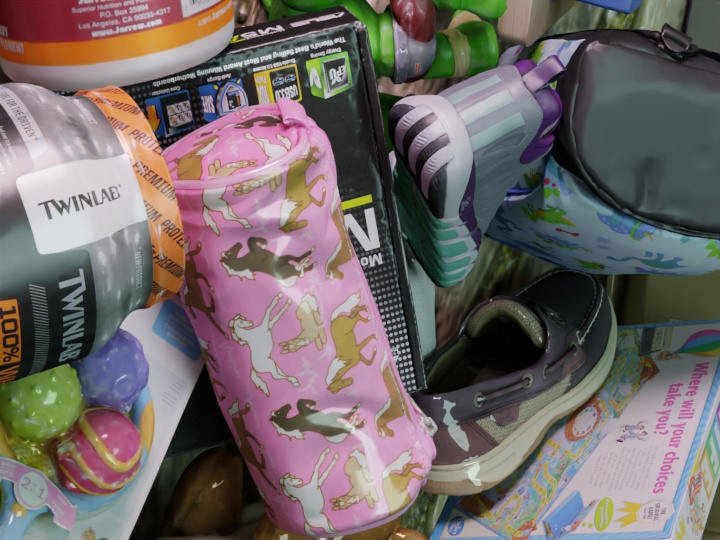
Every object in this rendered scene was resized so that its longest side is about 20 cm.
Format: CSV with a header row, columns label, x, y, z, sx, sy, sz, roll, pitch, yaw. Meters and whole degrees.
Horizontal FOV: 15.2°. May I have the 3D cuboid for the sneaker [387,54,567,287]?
label,x,y,z,sx,sy,sz,roll,pitch,yaw
sneaker,0.062,-0.049,1.335,0.087,0.200,0.075,-27,81,-7

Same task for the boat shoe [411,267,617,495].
label,x,y,z,sx,sy,sz,roll,pitch,yaw
boat shoe,0.083,0.045,1.443,0.200,0.072,0.065,-44,136,-47

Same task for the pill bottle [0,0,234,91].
label,x,y,z,sx,sy,sz,roll,pitch,yaw
pill bottle,-0.125,-0.191,1.220,0.113,0.113,0.201,-23,114,-37

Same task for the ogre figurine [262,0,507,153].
label,x,y,z,sx,sy,sz,roll,pitch,yaw
ogre figurine,0.010,-0.125,1.348,0.119,0.200,0.099,-11,68,-10

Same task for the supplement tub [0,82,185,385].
label,x,y,z,sx,sy,sz,roll,pitch,yaw
supplement tub,-0.182,-0.006,1.131,0.199,0.122,0.123,-19,112,-21

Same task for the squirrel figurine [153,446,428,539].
label,x,y,z,sx,sy,sz,roll,pitch,yaw
squirrel figurine,-0.054,0.175,1.375,0.186,0.141,0.201,-38,137,-42

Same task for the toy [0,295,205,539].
label,x,y,z,sx,sy,sz,roll,pitch,yaw
toy,-0.132,0.075,1.200,0.115,0.047,0.201,37,62,-26

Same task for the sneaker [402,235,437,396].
label,x,y,z,sx,sy,sz,roll,pitch,yaw
sneaker,0.000,0.000,1.414,0.089,0.075,0.201,-49,136,-35

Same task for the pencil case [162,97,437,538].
label,x,y,z,sx,sy,sz,roll,pitch,yaw
pencil case,-0.031,0.023,1.249,0.086,0.083,0.201,-37,118,-33

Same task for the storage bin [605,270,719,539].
label,x,y,z,sx,sy,sz,roll,pitch,yaw
storage bin,0.240,0.058,1.555,0.094,0.197,0.202,-2,102,-59

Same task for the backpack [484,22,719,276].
label,x,y,z,sx,sy,sz,roll,pitch,yaw
backpack,0.134,-0.063,1.429,0.162,0.200,0.155,15,101,-23

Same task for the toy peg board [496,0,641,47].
label,x,y,z,sx,sy,sz,roll,pitch,yaw
toy peg board,0.161,-0.229,1.395,0.199,0.097,0.201,-44,146,-58

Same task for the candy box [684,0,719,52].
label,x,y,z,sx,sy,sz,roll,pitch,yaw
candy box,0.288,-0.147,1.633,0.199,0.071,0.169,8,94,-42

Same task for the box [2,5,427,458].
label,x,y,z,sx,sy,sz,roll,pitch,yaw
box,-0.079,-0.011,1.292,0.199,0.048,0.194,-13,109,-11

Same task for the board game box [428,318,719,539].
label,x,y,z,sx,sy,sz,roll,pitch,yaw
board game box,0.126,0.098,1.444,0.200,0.134,0.034,-61,140,-52
